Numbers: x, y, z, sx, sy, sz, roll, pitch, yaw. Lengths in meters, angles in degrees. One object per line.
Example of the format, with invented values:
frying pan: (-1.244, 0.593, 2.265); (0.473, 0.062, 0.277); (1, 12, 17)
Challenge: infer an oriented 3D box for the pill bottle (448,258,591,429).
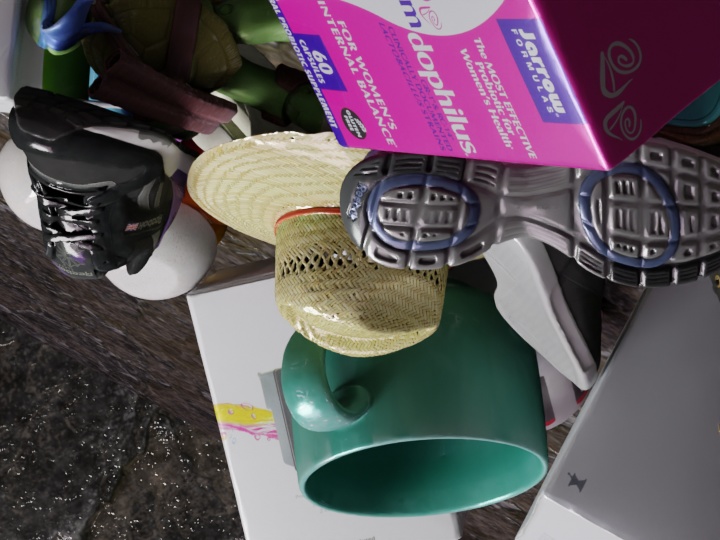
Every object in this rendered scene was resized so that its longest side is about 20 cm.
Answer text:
pill bottle: (0.099, 0.033, 1.504); (0.110, 0.111, 0.200); (25, 167, 17)

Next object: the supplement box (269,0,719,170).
supplement box: (0.059, -0.116, 0.976); (0.200, 0.103, 0.102); (8, 130, 55)

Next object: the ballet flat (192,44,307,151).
ballet flat: (-0.088, -0.112, 1.327); (0.200, 0.069, 0.069); (47, -178, 41)

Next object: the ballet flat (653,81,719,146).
ballet flat: (0.111, -0.101, 1.103); (0.199, 0.068, 0.072); (16, -179, 33)

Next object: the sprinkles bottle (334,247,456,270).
sprinkles bottle: (0.051, -0.036, 1.334); (0.068, 0.068, 0.200); (32, 151, -14)

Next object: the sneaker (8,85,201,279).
sneaker: (-0.137, -0.037, 1.186); (0.075, 0.088, 0.200); (18, 178, 14)

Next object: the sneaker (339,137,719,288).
sneaker: (0.092, -0.044, 1.067); (0.199, 0.075, 0.087); (6, -155, 1)

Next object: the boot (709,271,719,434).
boot: (0.195, 0.026, 1.167); (0.200, 0.139, 0.077); (29, -176, 40)

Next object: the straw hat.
straw hat: (0.000, 0.000, 1.223); (0.200, 0.086, 0.201); (5, 158, 2)

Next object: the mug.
mug: (0.032, 0.065, 1.336); (0.151, 0.115, 0.185); (-5, 157, 0)

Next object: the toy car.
toy car: (-0.136, -0.095, 1.478); (0.150, 0.176, 0.200); (-28, 129, 33)

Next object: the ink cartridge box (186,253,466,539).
ink cartridge box: (-0.018, 0.086, 1.542); (0.145, 0.201, 0.147); (-13, -175, 7)

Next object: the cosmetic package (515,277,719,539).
cosmetic package: (0.193, 0.087, 1.309); (0.123, 0.200, 0.200); (27, 168, 8)

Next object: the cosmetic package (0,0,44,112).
cosmetic package: (-0.217, -0.147, 1.241); (0.081, 0.114, 0.200); (5, 180, -5)

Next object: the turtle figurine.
turtle figurine: (-0.077, -0.141, 1.217); (0.193, 0.145, 0.200); (13, -179, -4)

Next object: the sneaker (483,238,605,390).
sneaker: (0.121, -0.011, 1.197); (0.071, 0.099, 0.200); (39, 167, 29)
